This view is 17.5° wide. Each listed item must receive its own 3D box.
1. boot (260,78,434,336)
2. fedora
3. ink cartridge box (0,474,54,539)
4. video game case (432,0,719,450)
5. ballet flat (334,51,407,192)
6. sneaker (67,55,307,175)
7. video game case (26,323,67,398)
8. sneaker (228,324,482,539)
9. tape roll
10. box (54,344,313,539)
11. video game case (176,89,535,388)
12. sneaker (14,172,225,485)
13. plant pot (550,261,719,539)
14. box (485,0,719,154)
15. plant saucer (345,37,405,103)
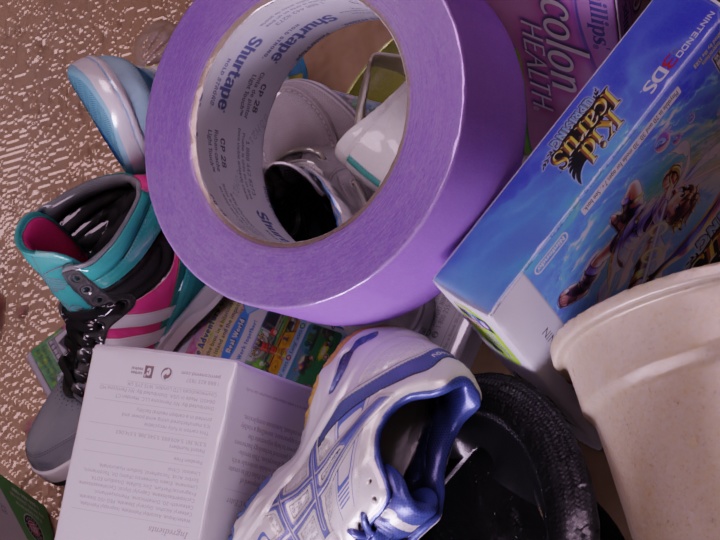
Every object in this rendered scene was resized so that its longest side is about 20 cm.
[{"bbox_3d":[-0.025,-0.048,1.320,0.074,0.096,0.200,-36,55,11],"label":"boot"},{"bbox_3d":[0.077,0.154,1.215,0.200,0.092,0.201,-30,49,41],"label":"fedora"},{"bbox_3d":[-0.223,0.206,1.318,0.087,0.145,0.200,-27,54,10],"label":"ink cartridge box"},{"bbox_3d":[0.144,-0.024,1.235,0.045,0.181,0.200,34,82,34],"label":"video game case"},{"bbox_3d":[0.041,-0.119,1.335,0.069,0.069,0.200,3,44,28],"label":"ballet flat"},{"bbox_3d":[-0.098,-0.111,1.407,0.130,0.200,0.080,-32,80,-1],"label":"sneaker"},{"bbox_3d":[-0.091,0.067,1.404,0.182,0.022,0.200,-38,53,4],"label":"video game case"},{"bbox_3d":[-0.006,0.125,1.193,0.088,0.075,0.200,20,88,55],"label":"sneaker"},{"bbox_3d":[-0.015,-0.074,1.217,0.200,0.066,0.200,-8,76,33],"label":"tape roll"},{"bbox_3d":[-0.092,0.152,1.268,0.097,0.124,0.200,6,80,32],"label":"box"},{"bbox_3d":[0.000,0.000,1.358,0.182,0.024,0.200,18,78,34],"label":"video game case"},{"bbox_3d":[-0.160,0.023,1.358,0.200,0.121,0.084,-55,37,3],"label":"sneaker"},{"bbox_3d":[0.205,0.109,1.140,0.200,0.200,0.184,-15,69,19],"label":"plant pot"},{"bbox_3d":[0.137,-0.189,1.298,0.097,0.176,0.200,14,55,22],"label":"box"},{"bbox_3d":[0.074,-0.074,1.392,0.200,0.031,0.200,-12,60,21],"label":"plant saucer"}]
